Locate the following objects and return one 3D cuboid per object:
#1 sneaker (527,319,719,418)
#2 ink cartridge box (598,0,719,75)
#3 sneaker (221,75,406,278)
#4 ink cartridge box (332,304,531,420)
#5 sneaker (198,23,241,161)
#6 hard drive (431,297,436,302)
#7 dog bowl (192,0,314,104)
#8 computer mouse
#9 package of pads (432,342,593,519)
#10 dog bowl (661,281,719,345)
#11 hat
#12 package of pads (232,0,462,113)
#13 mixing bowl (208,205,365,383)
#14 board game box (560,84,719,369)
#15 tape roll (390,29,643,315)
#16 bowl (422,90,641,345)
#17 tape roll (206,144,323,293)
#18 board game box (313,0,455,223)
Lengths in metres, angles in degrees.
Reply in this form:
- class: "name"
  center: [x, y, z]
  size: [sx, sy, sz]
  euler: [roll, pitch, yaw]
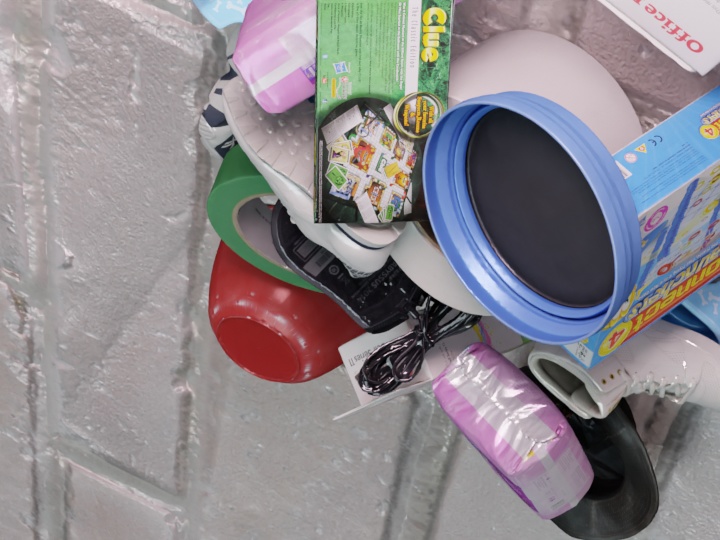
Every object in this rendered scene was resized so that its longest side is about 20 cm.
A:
- class: "sneaker"
  center: [0.241, 0.097, 1.662]
  size: [0.200, 0.116, 0.074]
  euler: [27, 143, 5]
- class: "ink cartridge box"
  center: [0.256, -0.252, 1.366]
  size: [0.145, 0.083, 0.200]
  euler: [38, 145, -7]
- class: "sneaker"
  center: [-0.050, -0.078, 1.597]
  size: [0.200, 0.076, 0.081]
  euler: [49, 151, 12]
- class: "ink cartridge box"
  center: [0.064, 0.071, 1.801]
  size: [0.117, 0.200, 0.067]
  euler: [-29, 82, 51]
- class: "sneaker"
  center: [-0.067, -0.143, 1.748]
  size: [0.129, 0.079, 0.199]
  euler: [36, 136, 10]
- class: "hard drive"
  center: [0.047, -0.059, 1.804]
  size: [0.200, 0.033, 0.139]
  euler: [44, 143, -15]
- class: "dog bowl"
  center: [-0.059, -0.221, 1.631]
  size: [0.200, 0.112, 0.050]
  euler: [42, 130, -13]
- class: "computer mouse"
  center: [0.000, 0.000, 1.681]
  size: [0.138, 0.053, 0.200]
  euler: [-40, 103, 10]
- class: "package of pads"
  center: [0.143, 0.149, 1.752]
  size: [0.121, 0.076, 0.200]
  euler: [48, 178, 24]
- class: "dog bowl"
  center: [0.258, 0.017, 1.707]
  size: [0.200, 0.050, 0.111]
  euler: [40, 144, -10]
- class: "hat"
  center: [0.226, 0.166, 1.897]
  size: [0.200, 0.081, 0.201]
  euler: [22, 128, 30]
- class: "package of pads"
  center: [-0.004, -0.213, 1.507]
  size: [0.200, 0.121, 0.076]
  euler: [-31, 113, 17]
- class: "mixing bowl"
  center: [-0.079, 0.043, 1.960]
  size: [0.200, 0.109, 0.200]
  euler: [20, 143, 16]
- class: "board game box"
  center: [0.246, -0.042, 1.523]
  size: [0.056, 0.200, 0.196]
  euler: [44, 151, 25]
- class: "tape roll"
  center: [0.117, -0.081, 1.583]
  size: [0.202, 0.139, 0.203]
  euler: [26, 132, 33]
- class: "bowl"
  center: [0.129, -0.041, 1.442]
  size: [0.200, 0.039, 0.201]
  euler: [33, 138, 35]
- class: "tape roll"
  center: [-0.042, -0.048, 1.778]
  size: [0.200, 0.048, 0.201]
  euler: [14, 151, 8]
- class: "board game box"
  center: [0.016, -0.125, 1.480]
  size: [0.104, 0.023, 0.200]
  euler: [0, 125, -3]
